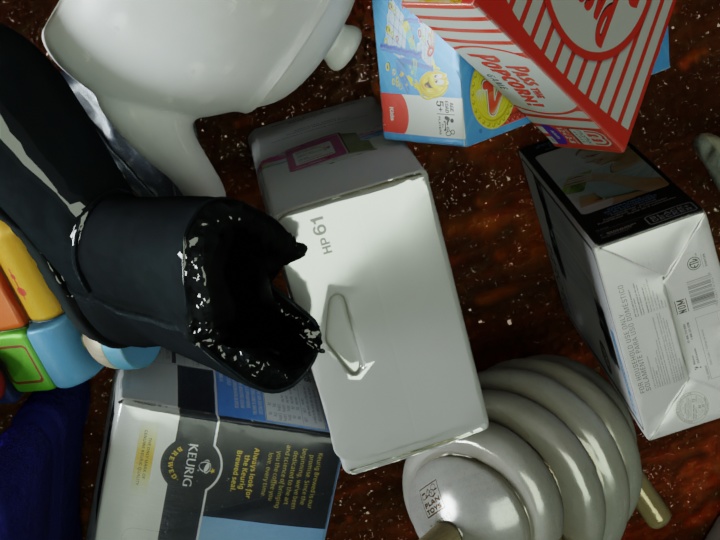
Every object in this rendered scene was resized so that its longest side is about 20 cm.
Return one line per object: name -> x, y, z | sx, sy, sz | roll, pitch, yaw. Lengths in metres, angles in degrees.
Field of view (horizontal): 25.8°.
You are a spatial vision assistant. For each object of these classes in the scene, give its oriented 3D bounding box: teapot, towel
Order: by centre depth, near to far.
teapot -> -0.061, -0.157, 0.819 | 0.146, 0.198, 0.200 | 30, 133, -14
towel -> -0.200, 0.152, 0.890 | 0.049, 0.200, 0.148 | 6, 105, 2

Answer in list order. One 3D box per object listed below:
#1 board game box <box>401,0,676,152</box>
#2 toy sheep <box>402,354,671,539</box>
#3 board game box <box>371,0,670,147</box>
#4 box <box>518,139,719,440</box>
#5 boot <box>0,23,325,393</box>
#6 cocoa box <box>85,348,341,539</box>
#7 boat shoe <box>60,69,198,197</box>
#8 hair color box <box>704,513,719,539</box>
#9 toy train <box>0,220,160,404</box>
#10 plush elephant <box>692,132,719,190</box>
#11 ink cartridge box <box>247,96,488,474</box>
board game box -> 0.110, -0.182, 0.782 | 0.151, 0.046, 0.201 | 33, 73, -47
toy sheep -> 0.090, 0.117, 0.869 | 0.137, 0.200, 0.139 | 13, 114, 30
board game box -> 0.086, -0.185, 0.833 | 0.200, 0.056, 0.197 | -25, 115, -44
box -> 0.149, -0.001, 0.883 | 0.060, 0.200, 0.117 | -19, 110, 1
boot -> -0.111, -0.034, 0.741 | 0.076, 0.168, 0.201 | -44, 120, -28
cocoa box -> -0.094, 0.153, 0.936 | 0.131, 0.133, 0.201 | 9, 106, -10
boat shoe -> -0.108, -0.040, 0.907 | 0.200, 0.071, 0.091 | 39, 103, -14
hair color box -> 0.251, 0.223, 1.015 | 0.061, 0.102, 0.201 | 25, 104, -14
toy train -> -0.192, -0.021, 0.852 | 0.115, 0.085, 0.201 | -6, 123, 27
plush elephant -> 0.284, -0.065, 0.917 | 0.154, 0.165, 0.201 | 11, 70, 26
ink cartridge box -> 0.000, 0.000, 0.865 | 0.084, 0.200, 0.145 | -16, 108, -1
